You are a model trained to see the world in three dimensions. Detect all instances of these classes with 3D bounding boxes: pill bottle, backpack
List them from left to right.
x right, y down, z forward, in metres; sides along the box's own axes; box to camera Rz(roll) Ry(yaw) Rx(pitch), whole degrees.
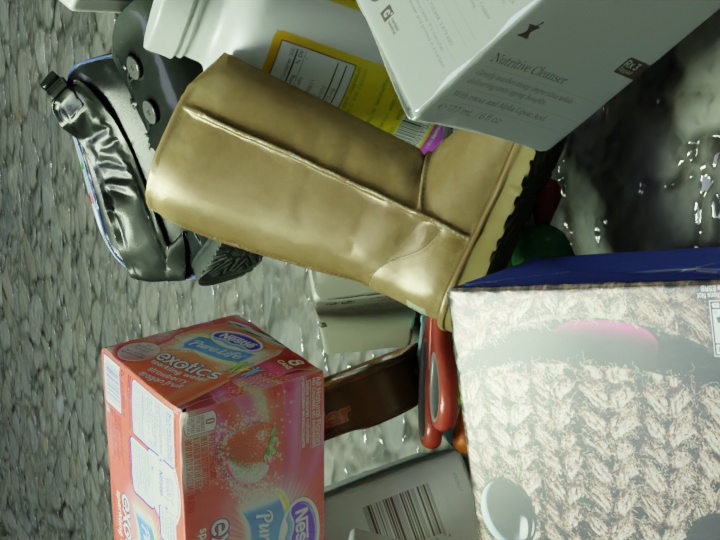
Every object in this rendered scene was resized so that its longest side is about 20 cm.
[{"bbox_3d":[-0.144,-0.089,1.058,0.154,0.198,0.192,-12,-85,-75],"label":"backpack"},{"bbox_3d":[-0.026,-0.139,0.771,0.104,0.198,0.105,-163,90,-74],"label":"pill bottle"}]

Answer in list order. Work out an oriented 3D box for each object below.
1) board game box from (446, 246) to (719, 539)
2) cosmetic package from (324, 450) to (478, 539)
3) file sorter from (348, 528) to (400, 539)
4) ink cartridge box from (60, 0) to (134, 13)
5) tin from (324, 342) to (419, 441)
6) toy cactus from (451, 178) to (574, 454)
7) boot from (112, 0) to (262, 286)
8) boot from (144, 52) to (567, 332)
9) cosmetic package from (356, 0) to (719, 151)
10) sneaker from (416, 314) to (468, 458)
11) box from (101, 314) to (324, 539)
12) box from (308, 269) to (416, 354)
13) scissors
[{"bbox_3d":[0.142,0.095,0.604,0.158,0.097,0.202,-4,98,38],"label":"board game box"},{"bbox_3d":[0.018,0.172,0.856,0.200,0.101,0.075,111,139,-79],"label":"cosmetic package"},{"bbox_3d":[0.070,0.257,0.693,0.125,0.198,0.140,-80,5,-68],"label":"file sorter"},{"bbox_3d":[-0.125,-0.273,0.921,0.045,0.200,0.177,39,114,16],"label":"ink cartridge box"},{"bbox_3d":[-0.011,0.088,0.857,0.200,0.111,0.042,-6,-102,-82],"label":"tin"},{"bbox_3d":[0.119,0.037,0.722,0.164,0.102,0.202,-1,97,44],"label":"toy cactus"},{"bbox_3d":[-0.109,-0.109,0.893,0.165,0.065,0.202,-35,70,53],"label":"boot"},{"bbox_3d":[0.002,-0.075,0.684,0.199,0.176,0.066,25,175,16],"label":"boot"},{"bbox_3d":[0.107,-0.147,0.547,0.200,0.112,0.082,-40,62,34],"label":"cosmetic package"},{"bbox_3d":[0.061,0.030,0.827,0.082,0.073,0.202,11,109,58],"label":"sneaker"},{"bbox_3d":[-0.084,0.142,0.742,0.102,0.094,0.202,27,123,50],"label":"box"},{"bbox_3d":[0.000,0.000,0.851,0.200,0.068,0.083,89,173,-76],"label":"box"},{"bbox_3d":[0.044,0.002,0.738,0.073,0.014,0.202,118,152,-78],"label":"scissors"}]
